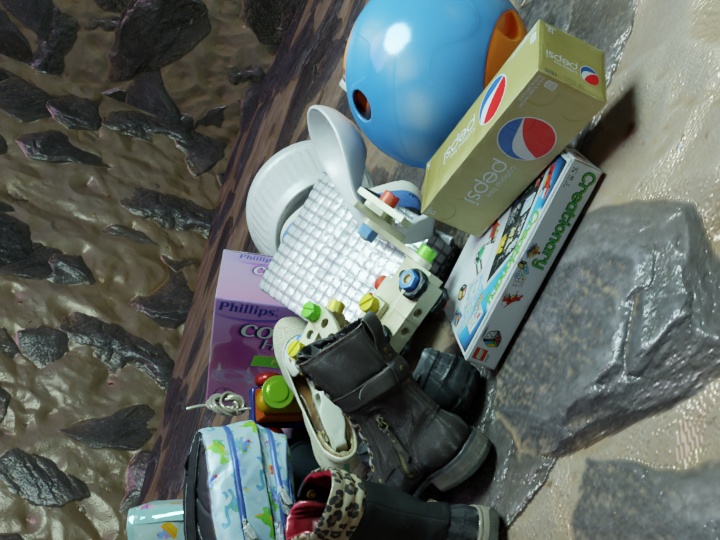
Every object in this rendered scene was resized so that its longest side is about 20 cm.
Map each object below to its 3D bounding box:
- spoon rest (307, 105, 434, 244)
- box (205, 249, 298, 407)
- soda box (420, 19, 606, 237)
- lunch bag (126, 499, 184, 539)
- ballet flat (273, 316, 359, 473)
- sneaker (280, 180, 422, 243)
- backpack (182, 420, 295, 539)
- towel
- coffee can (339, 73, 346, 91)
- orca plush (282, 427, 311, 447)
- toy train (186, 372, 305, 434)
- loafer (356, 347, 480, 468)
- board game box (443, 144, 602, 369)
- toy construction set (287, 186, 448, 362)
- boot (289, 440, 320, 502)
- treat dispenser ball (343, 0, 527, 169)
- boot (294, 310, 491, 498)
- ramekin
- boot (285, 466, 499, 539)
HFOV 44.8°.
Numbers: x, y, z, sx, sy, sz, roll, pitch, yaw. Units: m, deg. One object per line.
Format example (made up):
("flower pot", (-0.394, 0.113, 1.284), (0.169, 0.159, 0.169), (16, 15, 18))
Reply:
("spoon rest", (-0.003, -0.100, 0.935), (0.200, 0.060, 0.100), (48, 157, 28))
("box", (-0.110, 0.089, 1.171), (0.097, 0.173, 0.202), (-91, 11, -51))
("soda box", (0.127, -0.116, 0.763), (0.200, 0.067, 0.065), (129, 156, -49))
("lunch bag", (-0.189, 0.349, 1.098), (0.123, 0.167, 0.202), (-88, -8, -48))
("ballet flat", (-0.044, 0.128, 0.972), (0.063, 0.067, 0.202), (99, 149, -62))
("sneaker", (-0.015, -0.042, 1.110), (0.112, 0.197, 0.077), (-87, -21, -52))
("backpack", (-0.131, 0.265, 0.940), (0.202, 0.152, 0.164), (64, 158, 20))
("towel", (0.000, 0.000, 0.991), (0.199, 0.085, 0.167), (29, 85, 34))
("coffee can", (0.075, -0.307, 1.141), (0.147, 0.145, 0.202), (-109, 41, -65))
("orca plush", (-0.067, 0.262, 1.100), (0.070, 0.105, 0.203), (-7, 56, 37))
("toy train", (-0.109, 0.157, 1.048), (0.116, 0.197, 0.086), (118, 150, -68))
("loafer", (0.043, 0.135, 0.858), (0.201, 0.070, 0.068), (-51, 5, 48))
("board game box", (0.139, -0.026, 0.804), (0.127, 0.034, 0.202), (-105, 38, -65))
("toy construction set", (0.009, 0.025, 0.857), (0.131, 0.091, 0.202), (38, 109, 49))
("boot", (-0.041, 0.271, 0.980), (0.168, 0.075, 0.203), (127, 150, -55))
("treat dispenser ball", (0.081, -0.207, 0.909), (0.201, 0.198, 0.204), (-160, 90, -74))
("boot", (0.008, 0.132, 0.788), (0.200, 0.174, 0.069), (-43, 5, 43))
("ramekin", (-0.057, -0.071, 1.234), (0.202, 0.198, 0.105), (-65, 26, 18))
("boot", (0.009, 0.227, 0.736), (0.200, 0.149, 0.074), (133, 152, -54))
